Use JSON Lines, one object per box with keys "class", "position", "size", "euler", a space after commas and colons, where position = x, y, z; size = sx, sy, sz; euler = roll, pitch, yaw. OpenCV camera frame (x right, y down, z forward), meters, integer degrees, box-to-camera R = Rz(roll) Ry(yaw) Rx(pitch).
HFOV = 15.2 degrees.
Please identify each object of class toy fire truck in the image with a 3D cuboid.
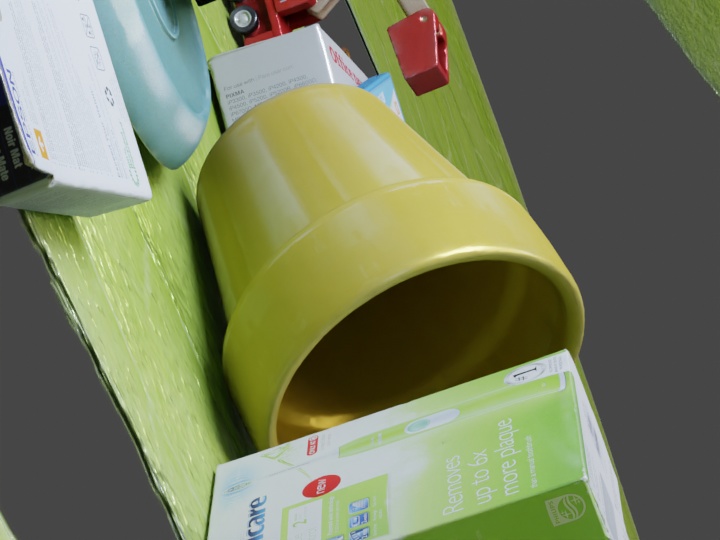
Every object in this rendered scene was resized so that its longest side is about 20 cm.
{"class": "toy fire truck", "position": [-0.026, -0.208, 1.913], "size": [0.049, 0.141, 0.201], "euler": [41, 32, -73]}

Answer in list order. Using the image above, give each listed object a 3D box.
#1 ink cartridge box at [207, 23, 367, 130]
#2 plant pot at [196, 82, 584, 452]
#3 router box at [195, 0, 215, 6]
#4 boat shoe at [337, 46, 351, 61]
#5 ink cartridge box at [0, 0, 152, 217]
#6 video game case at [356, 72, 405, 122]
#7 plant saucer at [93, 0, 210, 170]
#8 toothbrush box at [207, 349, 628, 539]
{"class": "ink cartridge box", "position": [-0.023, -0.045, 1.787], "size": [0.145, 0.083, 0.201], "euler": [40, 33, -72]}
{"class": "plant pot", "position": [0.000, 0.000, 1.543], "size": [0.189, 0.200, 0.201], "euler": [60, 0, 38]}
{"class": "router box", "position": [-0.097, -0.234, 1.568], "size": [0.150, 0.062, 0.200], "euler": [63, -5, -7]}
{"class": "boat shoe", "position": [-0.015, -0.070, 1.937], "size": [0.072, 0.067, 0.201], "euler": [45, 28, -71]}
{"class": "ink cartridge box", "position": [-0.164, -0.125, 1.224], "size": [0.200, 0.040, 0.200], "euler": [16, 56, -79]}
{"class": "video game case", "position": [0.035, -0.027, 1.772], "size": [0.143, 0.018, 0.201], "euler": [-49, 121, -78]}
{"class": "plant saucer", "position": [-0.122, -0.154, 1.491], "size": [0.200, 0.027, 0.201], "euler": [-17, 90, -81]}
{"class": "toothbrush box", "position": [0.029, 0.134, 1.361], "size": [0.146, 0.199, 0.086], "euler": [-87, 155, -66]}
